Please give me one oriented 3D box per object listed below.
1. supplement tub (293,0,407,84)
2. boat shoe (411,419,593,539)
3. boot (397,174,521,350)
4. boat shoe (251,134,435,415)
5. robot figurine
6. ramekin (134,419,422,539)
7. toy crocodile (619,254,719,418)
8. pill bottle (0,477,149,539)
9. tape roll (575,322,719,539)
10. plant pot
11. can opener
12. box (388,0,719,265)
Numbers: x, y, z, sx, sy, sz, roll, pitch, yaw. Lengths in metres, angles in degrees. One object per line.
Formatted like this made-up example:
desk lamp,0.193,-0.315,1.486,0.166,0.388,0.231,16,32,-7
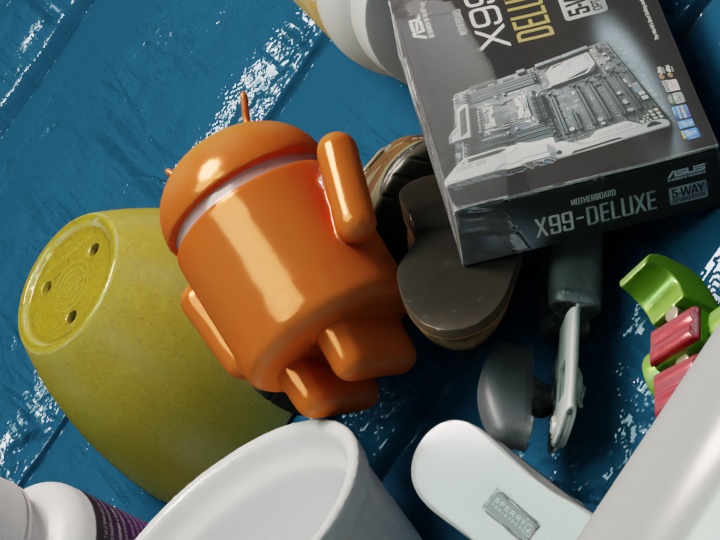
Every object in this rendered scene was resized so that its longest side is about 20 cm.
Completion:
supplement tub,0.021,-0.214,1.899,0.145,0.145,0.200,-54,35,9
boat shoe,0.108,0.160,1.589,0.200,0.066,0.072,38,94,34
boot,0.061,0.011,1.714,0.074,0.076,0.200,-8,23,2
boat shoe,0.000,0.000,1.843,0.200,0.076,0.074,-54,25,5
robot figurine,-0.045,-0.008,1.745,0.117,0.144,0.200,-27,69,-15
ramekin,-0.054,0.191,1.693,0.200,0.098,0.200,-34,21,15
toy crocodile,0.184,0.075,1.557,0.067,0.062,0.200,-35,42,32
pill bottle,-0.174,0.198,1.797,0.111,0.200,0.111,-31,44,35
tape roll,0.216,0.133,1.353,0.139,0.203,0.203,-57,35,6
plant pot,-0.143,0.037,1.926,0.200,0.142,0.200,-32,43,36
can opener,0.106,0.015,1.686,0.053,0.067,0.200,108,168,-56
box,0.113,-0.102,1.714,0.158,0.050,0.200,-13,45,-1
